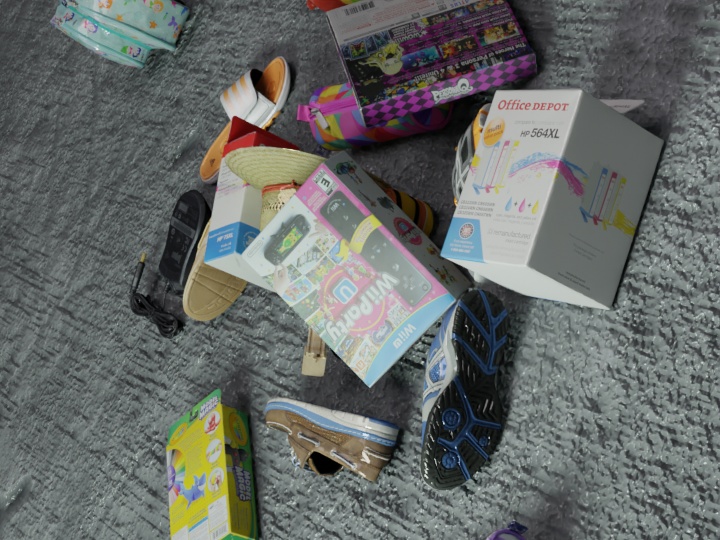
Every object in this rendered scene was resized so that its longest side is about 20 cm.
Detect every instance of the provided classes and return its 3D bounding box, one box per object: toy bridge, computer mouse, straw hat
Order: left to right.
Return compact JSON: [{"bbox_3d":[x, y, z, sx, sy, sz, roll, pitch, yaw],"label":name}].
[{"bbox_3d":[-0.252,-0.016,2.012,0.140,0.046,0.201,22,100,50],"label":"computer mouse"},{"bbox_3d":[-0.066,-0.066,1.677,0.200,0.200,0.086,-5,69,50],"label":"straw hat"},{"bbox_3d":[-0.045,0.028,1.675,0.201,0.027,0.068,-87,4,-46],"label":"toy bridge"}]

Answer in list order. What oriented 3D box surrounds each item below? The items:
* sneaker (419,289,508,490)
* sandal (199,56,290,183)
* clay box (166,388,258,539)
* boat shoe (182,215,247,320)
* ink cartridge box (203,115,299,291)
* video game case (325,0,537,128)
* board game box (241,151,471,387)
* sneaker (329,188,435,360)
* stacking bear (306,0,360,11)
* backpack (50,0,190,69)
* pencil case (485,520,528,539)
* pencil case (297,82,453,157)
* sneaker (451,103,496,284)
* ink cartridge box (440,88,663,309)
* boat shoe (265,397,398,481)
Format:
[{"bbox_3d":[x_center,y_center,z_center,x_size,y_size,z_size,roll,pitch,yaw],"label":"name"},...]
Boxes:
[{"bbox_3d":[0.100,0.122,1.479,0.077,0.075,0.201,156,131,-71],"label":"sneaker"},{"bbox_3d":[-0.169,-0.205,1.997,0.207,0.059,0.079,-51,39,19],"label":"sandal"},{"bbox_3d":[-0.179,0.252,1.762,0.115,0.047,0.201,-38,43,33],"label":"clay box"},{"bbox_3d":[-0.171,-0.032,1.902,0.201,0.073,0.069,-61,23,7],"label":"boat shoe"},{"bbox_3d":[-0.113,-0.089,1.813,0.067,0.116,0.201,-16,59,47],"label":"ink cartridge box"},{"bbox_3d":[0.075,-0.254,1.645,0.199,0.036,0.182,-18,47,-1],"label":"video game case"},{"bbox_3d":[-0.005,-0.001,1.571,0.148,0.200,0.064,-46,-3,25],"label":"board game box"},{"bbox_3d":[0.000,0.000,1.641,0.070,0.090,0.201,36,99,54],"label":"sneaker"},{"bbox_3d":[0.003,-0.375,1.842,0.199,0.113,0.122,-10,63,54],"label":"stacking bear"},{"bbox_3d":[-0.365,-0.396,2.257,0.199,0.177,0.152,21,91,44],"label":"backpack"},{"bbox_3d":[0.083,0.315,1.365,0.200,0.085,0.084,-42,40,30],"label":"pencil case"},{"bbox_3d":[0.018,-0.189,1.733,0.199,0.088,0.089,-8,64,48],"label":"pencil case"},{"bbox_3d":[0.132,-0.072,1.541,0.077,0.078,0.201,-38,39,52],"label":"sneaker"},{"bbox_3d":[0.187,-0.082,1.422,0.128,0.125,0.201,8,78,53],"label":"ink cartridge box"},{"bbox_3d":[-0.044,0.185,1.609,0.199,0.072,0.073,4,75,52],"label":"boat shoe"}]
